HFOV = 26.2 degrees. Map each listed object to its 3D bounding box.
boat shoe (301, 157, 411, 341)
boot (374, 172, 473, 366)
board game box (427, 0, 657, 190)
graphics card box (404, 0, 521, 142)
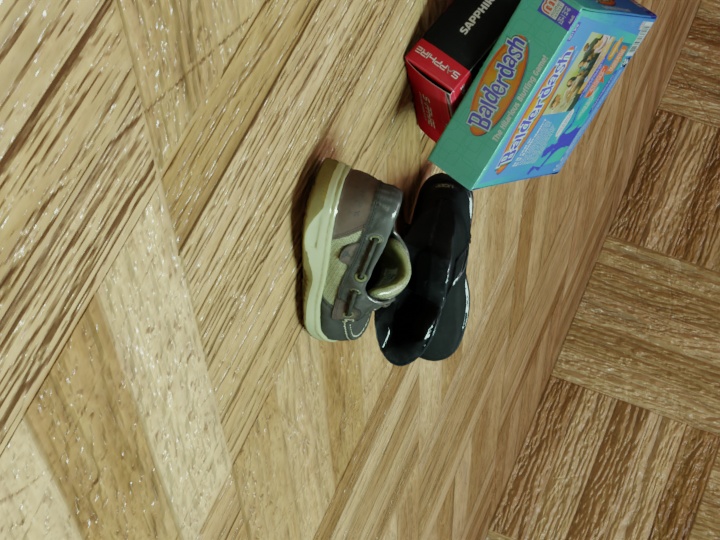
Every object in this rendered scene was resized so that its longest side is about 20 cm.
[{"bbox_3d":[0.000,-0.001,1.030,0.201,0.066,0.072,86,23,-61],"label":"boat shoe"},{"bbox_3d":[0.051,0.027,1.210,0.200,0.065,0.166,-73,165,-70],"label":"boot"},{"bbox_3d":[0.140,-0.140,1.161,0.152,0.045,0.200,-59,163,19],"label":"board game box"},{"bbox_3d":[0.115,-0.191,1.158,0.200,0.051,0.126,-50,162,-9],"label":"graphics card box"}]
